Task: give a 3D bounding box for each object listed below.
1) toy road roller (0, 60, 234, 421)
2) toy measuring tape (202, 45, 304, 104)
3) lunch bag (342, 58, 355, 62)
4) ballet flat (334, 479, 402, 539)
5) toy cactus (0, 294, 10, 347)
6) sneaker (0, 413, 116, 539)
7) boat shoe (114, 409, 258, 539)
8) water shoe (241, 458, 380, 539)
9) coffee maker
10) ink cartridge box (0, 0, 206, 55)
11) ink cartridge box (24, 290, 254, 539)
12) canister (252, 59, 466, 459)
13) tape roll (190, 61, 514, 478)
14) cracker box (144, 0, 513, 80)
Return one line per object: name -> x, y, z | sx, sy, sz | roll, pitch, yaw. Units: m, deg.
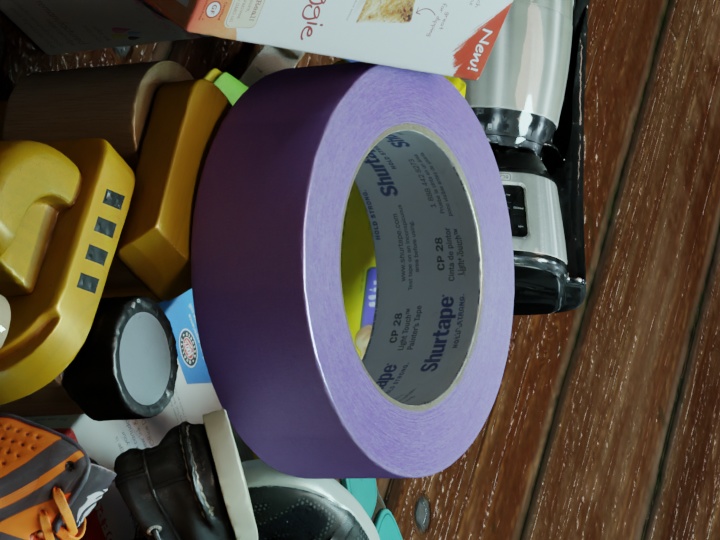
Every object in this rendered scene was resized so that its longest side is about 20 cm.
toy road roller -> -0.152, -0.029, 1.360 | 0.146, 0.122, 0.201 | 51, 44, -47
toy measuring tape -> -0.065, -0.091, 1.580 | 0.200, 0.073, 0.074 | -55, 133, -47
lunch bag -> -0.018, -0.209, 1.596 | 0.160, 0.082, 0.201 | 25, 39, -35
ballet flat -> -0.016, 0.134, 1.554 | 0.068, 0.063, 0.201 | -66, 153, -42
toy cactus -> -0.225, 0.002, 1.228 | 0.165, 0.102, 0.201 | 24, 78, -36
sneaker -> -0.137, 0.138, 1.277 | 0.200, 0.112, 0.078 | 49, -8, 10
boat shoe -> -0.083, 0.133, 1.382 | 0.200, 0.066, 0.075 | 91, -16, -64
water shoe -> -0.019, 0.181, 1.493 | 0.079, 0.071, 0.201 | -79, 152, -48
coffee maker -> 0.090, -0.075, 1.808 | 0.192, 0.134, 0.201 | 24, 66, -60
ink cartridge box -> -0.091, -0.167, 1.412 | 0.116, 0.199, 0.068 | 43, 49, -51
ink cartridge box -> -0.132, 0.104, 1.437 | 0.200, 0.067, 0.117 | -53, 133, -51
canister -> -0.002, -0.004, 1.607 | 0.149, 0.086, 0.201 | -40, 140, -67
tape roll -> 0.000, 0.000, 1.430 | 0.200, 0.065, 0.201 | 9, 79, -58
cracker box -> 0.000, -0.167, 1.352 | 0.199, 0.058, 0.134 | 4, 115, -47
